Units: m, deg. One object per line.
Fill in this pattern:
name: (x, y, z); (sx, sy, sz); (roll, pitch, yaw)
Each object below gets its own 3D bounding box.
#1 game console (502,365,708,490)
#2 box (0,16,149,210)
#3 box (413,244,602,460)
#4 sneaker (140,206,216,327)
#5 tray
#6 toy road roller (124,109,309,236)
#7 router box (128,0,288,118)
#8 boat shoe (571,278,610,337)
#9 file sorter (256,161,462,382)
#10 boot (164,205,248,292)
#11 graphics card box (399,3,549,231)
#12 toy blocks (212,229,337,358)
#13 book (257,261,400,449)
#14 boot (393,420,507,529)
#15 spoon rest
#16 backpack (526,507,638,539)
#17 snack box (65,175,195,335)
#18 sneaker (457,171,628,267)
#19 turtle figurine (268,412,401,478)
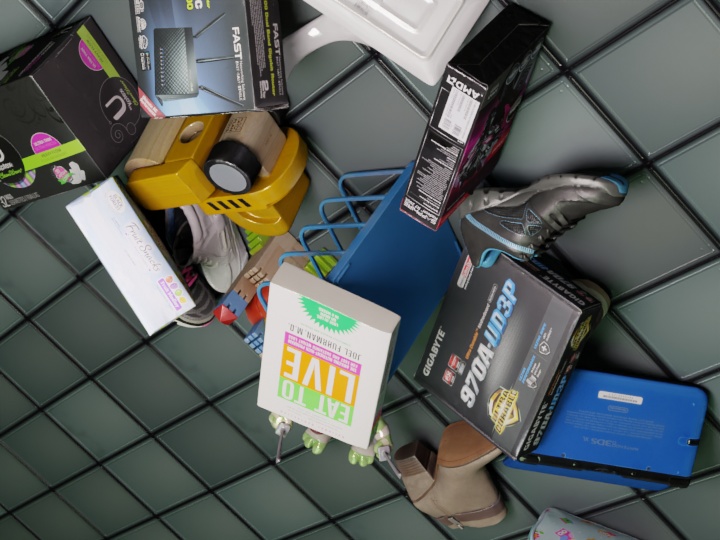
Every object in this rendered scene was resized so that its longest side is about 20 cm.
game console: (0.274, 0.181, 1.677); (0.198, 0.118, 0.172); (9, 106, -2)
box: (-0.364, -0.178, 1.702); (0.199, 0.125, 0.149); (-12, 123, 41)
box: (0.155, 0.077, 1.586); (0.159, 0.046, 0.201); (38, 123, 29)
sneaker: (-0.239, -0.012, 1.819); (0.087, 0.074, 0.201); (-18, 114, 50)
tray: (0.015, -0.273, 1.395); (0.199, 0.022, 0.108); (34, 103, 0)
toy road roller: (-0.147, -0.109, 1.635); (0.198, 0.124, 0.146); (-4, 139, 35)
router box: (-0.156, -0.255, 1.473); (0.149, 0.062, 0.202); (-1, 100, 32)
boat shoe: (0.190, 0.071, 1.629); (0.072, 0.065, 0.199); (46, 138, -15)
file sorter: (0.000, 0.000, 1.584); (0.122, 0.200, 0.139); (0, 130, 38)
boot: (-0.191, -0.031, 1.749); (0.073, 0.096, 0.201); (17, 136, 26)
graphics card box: (0.108, -0.146, 1.424); (0.051, 0.125, 0.201); (33, 139, 15)
toy blocks: (-0.081, 0.052, 1.732); (0.200, 0.137, 0.100); (43, 138, -12)
book: (-0.033, 0.090, 1.511); (0.133, 0.048, 0.201); (24, 140, 13)
boot: (0.141, 0.264, 1.859); (0.199, 0.071, 0.146); (-15, 127, 42)
spoon rest: (-0.004, -0.244, 1.467); (0.198, 0.061, 0.100); (-18, 121, 27)
backpack: (0.257, 0.398, 1.802); (0.174, 0.200, 0.155); (20, 122, 17)
snack box: (-0.258, -0.021, 1.669); (0.169, 0.067, 0.200); (58, 177, -8)
sneaker: (0.187, -0.053, 1.485); (0.199, 0.073, 0.083); (-11, 83, 43)
turtle figurine: (-0.036, 0.207, 1.827); (0.142, 0.202, 0.194); (-15, 155, -3)
